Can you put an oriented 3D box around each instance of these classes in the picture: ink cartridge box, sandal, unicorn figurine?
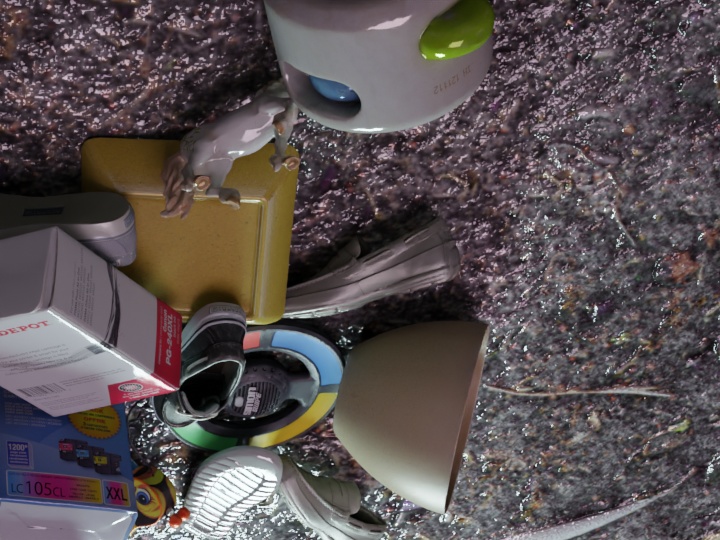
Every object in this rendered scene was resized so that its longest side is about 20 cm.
[{"bbox_3d":[-0.295,0.168,1.478,0.136,0.200,0.076,10,129,-25],"label":"ink cartridge box"},{"bbox_3d":[-0.147,0.228,1.668,0.082,0.050,0.203,24,139,-17],"label":"sandal"},{"bbox_3d":[-0.271,0.049,1.365,0.145,0.084,0.200,-12,150,23],"label":"ink cartridge box"},{"bbox_3d":[-0.090,-0.120,1.353,0.199,0.137,0.074,-16,120,-2],"label":"unicorn figurine"}]

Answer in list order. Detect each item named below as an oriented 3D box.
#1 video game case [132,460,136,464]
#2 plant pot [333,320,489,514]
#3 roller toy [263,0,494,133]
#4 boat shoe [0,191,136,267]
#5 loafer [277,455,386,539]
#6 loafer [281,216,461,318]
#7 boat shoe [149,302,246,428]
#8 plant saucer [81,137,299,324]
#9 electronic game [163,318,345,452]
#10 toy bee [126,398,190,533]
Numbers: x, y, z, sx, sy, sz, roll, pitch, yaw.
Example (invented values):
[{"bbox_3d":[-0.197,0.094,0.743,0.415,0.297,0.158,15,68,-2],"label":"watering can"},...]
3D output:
[{"bbox_3d":[-0.333,0.247,1.649,0.200,0.022,0.182,-29,131,4],"label":"video game case"},{"bbox_3d":[0.047,0.138,1.599,0.134,0.201,0.201,13,128,7],"label":"plant pot"},{"bbox_3d":[0.017,-0.209,1.285,0.182,0.200,0.140,-9,133,4],"label":"roller toy"},{"bbox_3d":[-0.296,-0.024,1.374,0.200,0.070,0.072,-2,125,7],"label":"boat shoe"},{"bbox_3d":[-0.036,0.258,1.726,0.070,0.070,0.200,-38,137,1],"label":"loafer"},{"bbox_3d":[0.000,0.000,1.537,0.199,0.070,0.070,-16,176,6],"label":"loafer"},{"bbox_3d":[-0.160,0.109,1.484,0.072,0.071,0.200,7,144,-17],"label":"boat shoe"},{"bbox_3d":[-0.161,-0.023,1.439,0.199,0.049,0.201,1,123,-9],"label":"plant saucer"},{"bbox_3d":[-0.111,0.122,1.599,0.199,0.042,0.200,-10,137,-9],"label":"electronic game"},{"bbox_3d":[-0.236,0.242,1.579,0.131,0.109,0.200,-42,168,-42],"label":"toy bee"}]
